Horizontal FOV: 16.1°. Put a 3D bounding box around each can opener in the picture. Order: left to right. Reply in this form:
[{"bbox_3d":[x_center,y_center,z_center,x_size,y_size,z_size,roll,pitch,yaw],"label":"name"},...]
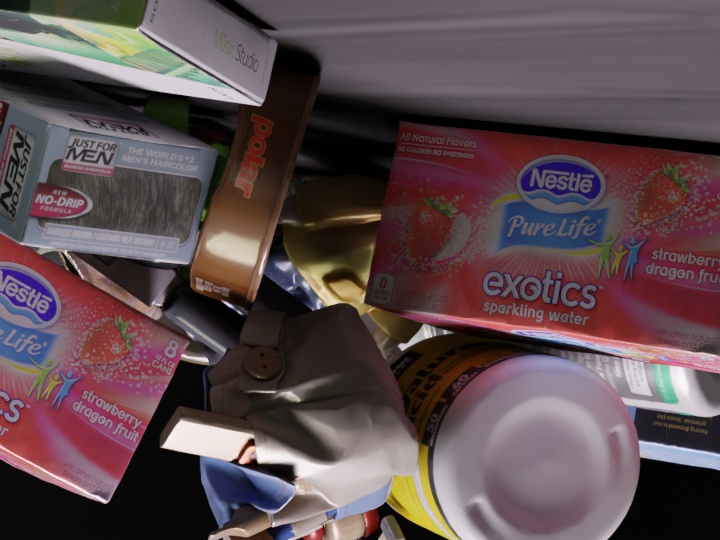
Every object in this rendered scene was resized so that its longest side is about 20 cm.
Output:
[{"bbox_3d":[-0.083,0.017,1.383,0.200,0.053,0.067,36,-165,-11],"label":"can opener"}]

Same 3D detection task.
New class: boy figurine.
[{"bbox_3d":[0.000,0.000,1.441,0.200,0.064,0.124,-19,122,19],"label":"boy figurine"}]

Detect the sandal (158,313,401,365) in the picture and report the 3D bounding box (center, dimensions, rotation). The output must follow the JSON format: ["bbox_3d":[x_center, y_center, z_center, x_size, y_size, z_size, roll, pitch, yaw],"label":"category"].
[{"bbox_3d":[-0.052,0.031,1.538,0.200,0.082,0.055,22,169,0],"label":"sandal"}]

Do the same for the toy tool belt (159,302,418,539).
[{"bbox_3d":[-0.049,0.103,1.337,0.123,0.125,0.200,-19,153,-15],"label":"toy tool belt"}]

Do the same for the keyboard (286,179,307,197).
[{"bbox_3d":[-0.001,0.000,1.539,0.056,0.011,0.200,7,153,22],"label":"keyboard"}]

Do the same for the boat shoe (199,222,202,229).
[{"bbox_3d":[-0.104,-0.034,1.612,0.060,0.074,0.200,-4,161,12],"label":"boat shoe"}]

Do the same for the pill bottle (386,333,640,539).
[{"bbox_3d":[0.063,0.092,1.380,0.111,0.111,0.200,13,179,-18],"label":"pill bottle"}]

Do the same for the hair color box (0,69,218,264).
[{"bbox_3d":[-0.170,-0.064,1.236,0.099,0.061,0.200,7,-167,-42],"label":"hair color box"}]

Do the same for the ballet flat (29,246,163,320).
[{"bbox_3d":[-0.175,-0.026,1.442,0.200,0.067,0.068,59,176,-39],"label":"ballet flat"}]

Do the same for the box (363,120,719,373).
[{"bbox_3d":[0.116,-0.011,1.291,0.200,0.103,0.095,9,175,30],"label":"box"}]

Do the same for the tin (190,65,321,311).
[{"bbox_3d":[-0.054,-0.042,1.273,0.042,0.112,0.200,21,173,-2],"label":"tin"}]

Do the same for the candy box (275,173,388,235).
[{"bbox_3d":[0.009,-0.016,1.649,0.115,0.055,0.200,7,172,25],"label":"candy box"}]

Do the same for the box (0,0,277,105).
[{"bbox_3d":[-0.154,-0.115,1.119,0.200,0.036,0.144,8,174,20],"label":"box"}]

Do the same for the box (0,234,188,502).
[{"bbox_3d":[-0.207,0.031,1.340,0.200,0.103,0.095,32,169,-26],"label":"box"}]

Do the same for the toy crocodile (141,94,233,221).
[{"bbox_3d":[-0.096,-0.059,1.468,0.067,0.062,0.200,10,178,15],"label":"toy crocodile"}]

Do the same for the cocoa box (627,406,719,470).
[{"bbox_3d":[0.158,0.047,1.602,0.200,0.131,0.133,8,173,22],"label":"cocoa box"}]

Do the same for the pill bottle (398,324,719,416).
[{"bbox_3d":[0.123,0.017,1.480,0.200,0.113,0.113,7,173,31],"label":"pill bottle"}]
